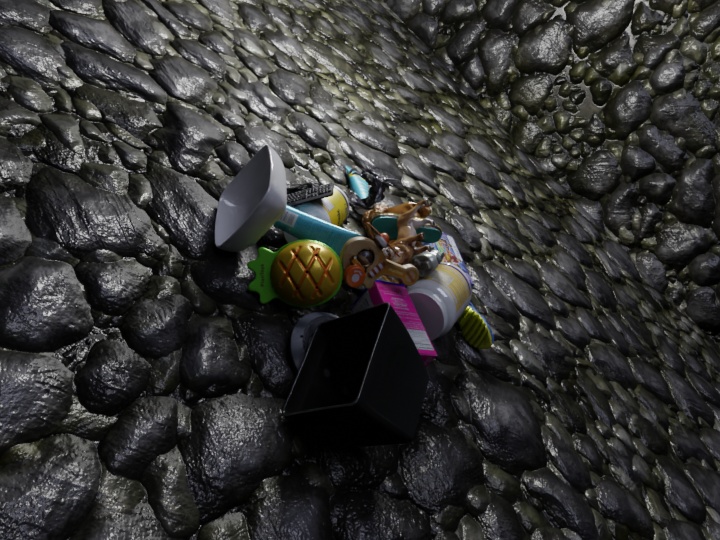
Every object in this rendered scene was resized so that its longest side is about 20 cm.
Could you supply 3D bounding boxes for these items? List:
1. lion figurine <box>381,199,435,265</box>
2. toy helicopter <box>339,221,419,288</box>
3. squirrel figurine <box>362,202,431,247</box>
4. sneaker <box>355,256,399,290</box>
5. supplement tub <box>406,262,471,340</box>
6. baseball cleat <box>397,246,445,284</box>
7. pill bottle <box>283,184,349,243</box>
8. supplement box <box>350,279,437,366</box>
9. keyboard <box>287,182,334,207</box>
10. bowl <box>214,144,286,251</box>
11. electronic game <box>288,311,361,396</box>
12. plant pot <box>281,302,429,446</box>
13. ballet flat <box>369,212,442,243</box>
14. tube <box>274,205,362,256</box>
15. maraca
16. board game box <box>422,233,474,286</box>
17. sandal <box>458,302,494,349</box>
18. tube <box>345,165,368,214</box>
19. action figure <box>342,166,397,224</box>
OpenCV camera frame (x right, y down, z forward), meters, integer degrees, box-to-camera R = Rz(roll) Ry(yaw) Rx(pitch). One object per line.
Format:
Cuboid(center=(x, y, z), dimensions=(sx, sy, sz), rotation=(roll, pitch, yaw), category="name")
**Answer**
Cuboid(center=(0.111, -0.085, 1.445), dimensions=(0.073, 0.121, 0.202), rotation=(54, 36, -29), category="lion figurine")
Cuboid(center=(0.047, -0.020, 1.310), dimensions=(0.197, 0.135, 0.079), rotation=(17, 11, -28), category="toy helicopter")
Cuboid(center=(0.088, -0.090, 1.630), dimensions=(0.196, 0.143, 0.189), rotation=(21, 45, -3), category="squirrel figurine")
Cuboid(center=(0.000, 0.000, 1.436), dimensions=(0.200, 0.088, 0.076), rotation=(47, 21, -1), category="sneaker")
Cuboid(center=(0.181, 0.077, 1.484), dimensions=(0.145, 0.146, 0.200), rotation=(44, 32, 7), category="supplement tub")
Cuboid(center=(0.122, -0.010, 1.492), dimensions=(0.106, 0.197, 0.071), rotation=(-30, 107, -45), category="baseball cleat")
Cuboid(center=(-0.108, -0.127, 1.460), dimensions=(0.111, 0.112, 0.200), rotation=(39, 33, 0), category="pill bottle")
Cuboid(center=(0.071, 0.133, 1.344), dimensions=(0.102, 0.102, 0.202), rotation=(11, 43, -38), category="supplement box")
Cuboid(center=(-0.159, -0.180, 1.419), dimensions=(0.104, 0.196, 0.040), rotation=(-95, 171, -67), category="keyboard")
Cuboid(center=(-0.225, -0.144, 1.289), dimensions=(0.074, 0.199, 0.202), rotation=(31, 31, -31), category="bowl")
Cuboid(center=(-0.056, 0.174, 1.218), dimensions=(0.197, 0.042, 0.203), rotation=(24, 43, -25), category="electronic game")
Cuboid(center=(0.009, 0.209, 1.087), dimensions=(0.177, 0.198, 0.202), rotation=(44, 48, -27), category="plant pot")
Cuboid(center=(0.111, -0.113, 1.538), dimensions=(0.196, 0.071, 0.071), rotation=(8, 41, -15), category="ballet flat")
Cuboid(center=(-0.100, -0.084, 1.327), dimensions=(0.197, 0.078, 0.051), rotation=(26, 26, 0), category="tube")
Cuboid(center=(-0.134, 0.008, 1.244), dimensions=(0.195, 0.107, 0.140), rotation=(-3, 83, -8), category="maraca")
Cuboid(center=(0.249, -0.038, 1.793), dimensions=(0.133, 0.035, 0.202), rotation=(18, 39, -33), category="board game box")
Cuboid(center=(0.291, 0.120, 1.614), dimensions=(0.086, 0.080, 0.202), rotation=(-5, 55, -53), category="sandal")
Cuboid(center=(-0.002, -0.239, 1.771), dimensions=(0.077, 0.050, 0.202), rotation=(30, 28, -29), category="tube")
Cuboid(center=(-0.003, -0.201, 1.569), dimensions=(0.102, 0.198, 0.120), rotation=(43, 37, -24), category="action figure")
